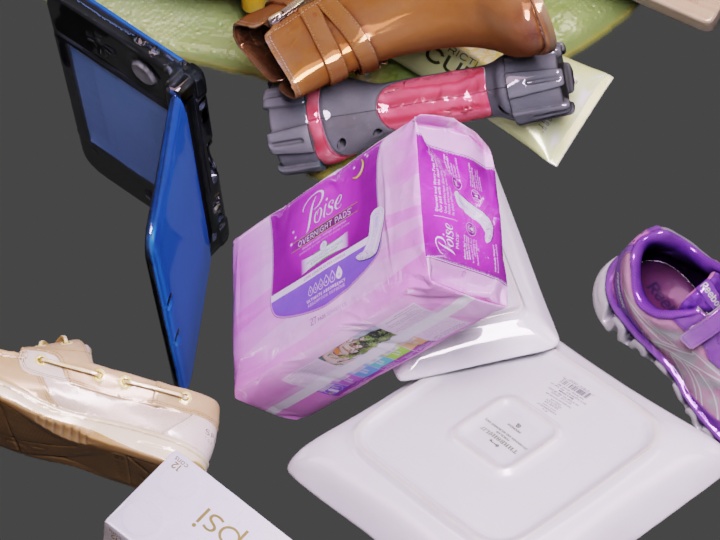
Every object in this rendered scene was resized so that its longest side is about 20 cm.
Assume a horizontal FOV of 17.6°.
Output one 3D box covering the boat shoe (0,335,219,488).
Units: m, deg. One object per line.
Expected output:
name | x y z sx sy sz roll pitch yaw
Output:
boat shoe | -0.182 0.078 1.453 0.199 0.074 0.069 21 60 2

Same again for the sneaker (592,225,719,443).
sneaker | 0.226 0.046 1.448 0.080 0.089 0.200 -38 67 -20

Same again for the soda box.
soda box | -0.057 0.200 1.371 0.200 0.064 0.068 36 58 16

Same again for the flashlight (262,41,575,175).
flashlight | 0.038 -0.110 1.529 0.199 0.068 0.068 -9 50 13

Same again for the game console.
game console | -0.148 -0.048 1.446 0.170 0.200 0.118 33 66 19

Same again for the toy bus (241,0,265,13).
toy bus | -0.074 -0.282 1.607 0.191 0.136 0.201 16 61 15

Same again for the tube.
tube | 0.069 -0.150 1.587 0.199 0.058 0.052 31 25 13

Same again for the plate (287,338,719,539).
plate | 0.088 0.108 1.397 0.200 0.032 0.199 -31 44 -27

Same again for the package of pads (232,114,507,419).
package of pads | 0.000 0.000 1.427 0.075 0.200 0.121 18 56 -36

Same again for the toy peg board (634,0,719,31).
toy peg board | 0.204 -0.279 1.644 0.199 0.098 0.200 26 80 16

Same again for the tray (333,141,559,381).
tray | 0.052 -0.016 1.496 0.107 0.022 0.201 -11 45 -6

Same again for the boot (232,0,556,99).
boot | 0.021 -0.152 1.489 0.154 0.074 0.200 -28 29 -20
